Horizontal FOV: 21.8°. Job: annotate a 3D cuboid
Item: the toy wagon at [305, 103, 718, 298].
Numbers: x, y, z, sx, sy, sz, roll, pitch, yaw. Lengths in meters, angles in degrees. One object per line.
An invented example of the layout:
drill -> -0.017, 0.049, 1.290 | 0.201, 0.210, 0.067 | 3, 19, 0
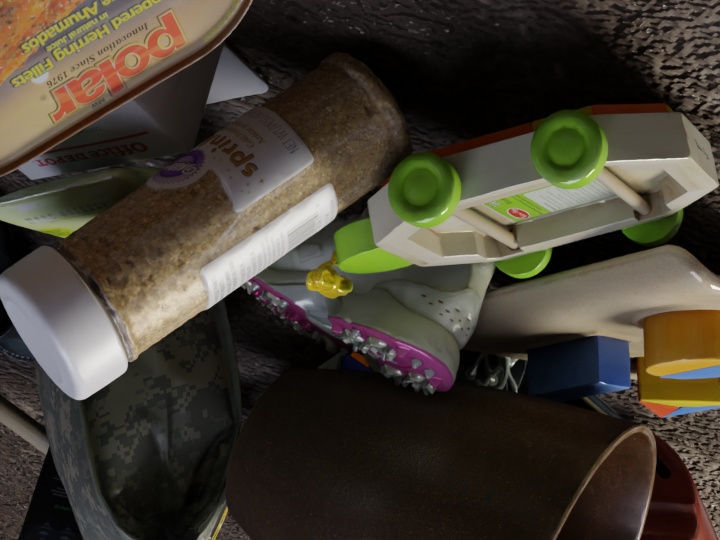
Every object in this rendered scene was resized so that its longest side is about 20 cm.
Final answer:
toy wagon -> 0.064, -0.030, 0.878 | 0.198, 0.040, 0.155 | -14, 165, 20

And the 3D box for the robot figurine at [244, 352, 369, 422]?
robot figurine -> -0.016, 0.121, 1.299 | 0.144, 0.059, 0.200 | 25, 153, -18

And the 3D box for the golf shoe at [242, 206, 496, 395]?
golf shoe -> 0.000, 0.000, 1.030 | 0.199, 0.092, 0.075 | 23, 167, 47

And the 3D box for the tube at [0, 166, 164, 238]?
tube -> -0.115, -0.030, 0.954 | 0.052, 0.058, 0.200 | 40, -170, 17

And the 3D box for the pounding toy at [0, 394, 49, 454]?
pounding toy -> -0.309, 0.075, 1.259 | 0.200, 0.142, 0.184 | 44, 158, 11

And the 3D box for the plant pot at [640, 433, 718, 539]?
plant pot -> 0.164, 0.210, 1.245 | 0.199, 0.202, 0.196 | 4, 145, 22

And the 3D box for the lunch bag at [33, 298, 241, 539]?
lunch bag -> -0.129, 0.101, 1.134 | 0.116, 0.202, 0.164 | -7, 159, -16

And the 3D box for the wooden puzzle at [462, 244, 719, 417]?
wooden puzzle -> 0.171, 0.046, 1.008 | 0.199, 0.047, 0.184 | 17, 159, -37

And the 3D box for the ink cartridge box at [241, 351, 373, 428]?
ink cartridge box -> -0.006, 0.109, 1.174 | 0.099, 0.039, 0.200 | 35, 146, -14

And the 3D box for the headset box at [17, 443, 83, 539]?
headset box -> -0.162, 0.162, 1.297 | 0.092, 0.202, 0.175 | 12, 154, 7

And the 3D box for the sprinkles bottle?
sprinkles bottle -> -0.069, -0.023, 0.868 | 0.068, 0.199, 0.068 | 46, 159, 23

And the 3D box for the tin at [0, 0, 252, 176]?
tin -> -0.135, -0.111, 0.784 | 0.199, 0.042, 0.112 | -30, 131, 3

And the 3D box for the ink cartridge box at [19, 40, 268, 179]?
ink cartridge box -> -0.148, -0.107, 0.891 | 0.115, 0.067, 0.200 | -6, 147, 37

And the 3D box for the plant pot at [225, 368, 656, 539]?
plant pot -> 0.032, 0.135, 1.022 | 0.198, 0.188, 0.187 | 22, 159, 24

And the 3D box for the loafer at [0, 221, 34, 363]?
loafer -> -0.240, 0.017, 1.194 | 0.067, 0.071, 0.201 | 9, 155, 9

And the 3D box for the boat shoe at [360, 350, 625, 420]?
boat shoe -> 0.081, 0.066, 1.102 | 0.200, 0.075, 0.062 | 39, 144, -23
